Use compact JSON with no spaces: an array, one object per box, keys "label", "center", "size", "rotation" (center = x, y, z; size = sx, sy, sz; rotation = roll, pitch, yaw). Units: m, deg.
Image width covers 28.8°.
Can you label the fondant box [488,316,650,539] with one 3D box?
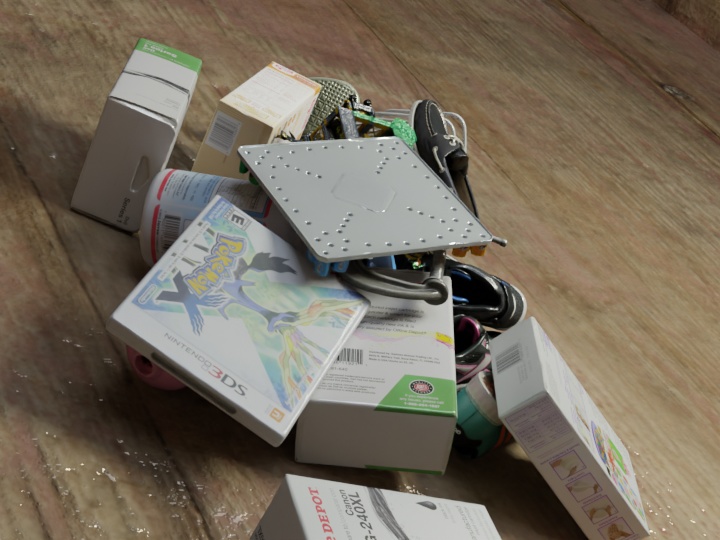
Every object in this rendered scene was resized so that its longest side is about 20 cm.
[{"label":"fondant box","center":[0.206,0.164,1.392],"size":[0.200,0.058,0.145],"rotation":[52,17,-21]}]

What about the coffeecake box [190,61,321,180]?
[{"label":"coffeecake box","center":[-0.130,-0.144,1.658],"size":[0.073,0.154,0.200],"rotation":[27,25,4]}]

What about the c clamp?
[{"label":"c clamp","center":[0.056,-0.020,1.400],"size":[0.169,0.027,0.200],"rotation":[20,30,3]}]

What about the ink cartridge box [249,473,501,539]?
[{"label":"ink cartridge box","center":[0.025,0.253,1.129],"size":[0.198,0.084,0.146],"rotation":[13,28,-26]}]

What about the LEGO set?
[{"label":"LEGO set","center":[-0.005,-0.081,1.565],"size":[0.153,0.116,0.201],"rotation":[5,56,-42]}]

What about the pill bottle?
[{"label":"pill bottle","center":[-0.120,-0.039,1.457],"size":[0.198,0.110,0.109],"rotation":[10,23,10]}]

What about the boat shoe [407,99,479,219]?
[{"label":"boat shoe","center":[0.100,-0.121,1.643],"size":[0.074,0.060,0.202],"rotation":[32,44,-44]}]

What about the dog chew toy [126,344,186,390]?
[{"label":"dog chew toy","center":[-0.147,0.047,1.326],"size":[0.124,0.125,0.200],"rotation":[33,34,14]}]

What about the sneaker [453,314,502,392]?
[{"label":"sneaker","center":[0.118,0.089,1.528],"size":[0.080,0.087,0.199],"rotation":[39,27,22]}]

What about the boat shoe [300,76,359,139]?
[{"label":"boat shoe","center":[-0.092,-0.198,1.803],"size":[0.062,0.198,0.075],"rotation":[3,73,-72]}]

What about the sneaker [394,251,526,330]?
[{"label":"sneaker","center":[0.086,0.009,1.590],"size":[0.198,0.074,0.112],"rotation":[16,-5,21]}]

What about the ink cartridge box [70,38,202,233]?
[{"label":"ink cartridge box","center":[-0.249,-0.154,1.574],"size":[0.084,0.147,0.200],"rotation":[21,25,-8]}]

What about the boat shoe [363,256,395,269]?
[{"label":"boat shoe","center":[0.000,0.000,1.587],"size":[0.068,0.084,0.200],"rotation":[25,20,-29]}]

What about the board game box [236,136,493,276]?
[{"label":"board game box","center":[0.001,-0.068,1.401],"size":[0.198,0.026,0.200],"rotation":[-7,39,-30]}]

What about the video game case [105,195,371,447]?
[{"label":"video game case","center":[-0.104,0.039,1.261],"size":[0.182,0.022,0.200],"rotation":[35,43,0]}]

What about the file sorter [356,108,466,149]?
[{"label":"file sorter","center":[0.042,-0.130,1.774],"size":[0.138,0.126,0.200],"rotation":[7,16,25]}]

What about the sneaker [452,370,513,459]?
[{"label":"sneaker","center":[0.128,0.150,1.447],"size":[0.072,0.080,0.200],"rotation":[54,12,20]}]

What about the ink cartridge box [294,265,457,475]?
[{"label":"ink cartridge box","center":[0.015,0.091,1.350],"size":[0.143,0.085,0.201],"rotation":[5,39,-3]}]
